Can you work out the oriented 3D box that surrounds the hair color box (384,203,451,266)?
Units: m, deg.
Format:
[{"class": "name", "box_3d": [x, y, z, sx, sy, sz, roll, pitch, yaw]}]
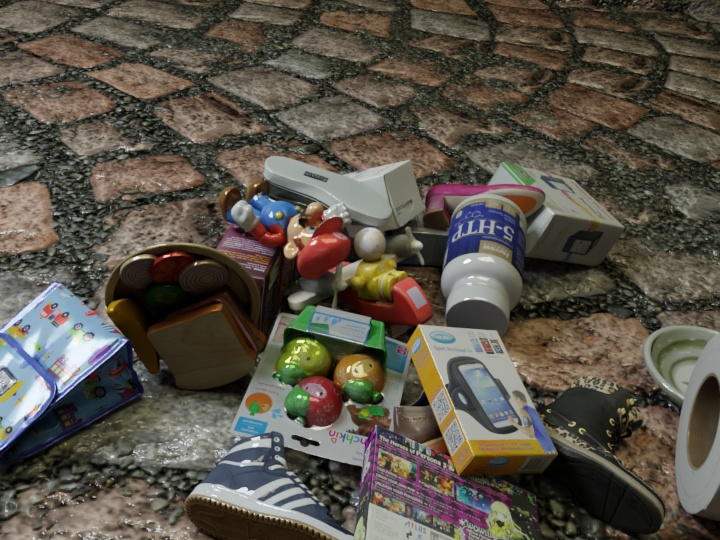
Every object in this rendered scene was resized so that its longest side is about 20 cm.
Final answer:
[{"class": "hair color box", "box_3d": [0.142, -0.057, 1.348, 0.195, 0.062, 0.100, 4, 32, -8]}]

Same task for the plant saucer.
[{"class": "plant saucer", "box_3d": [0.472, 0.151, 1.104, 0.195, 0.051, 0.202, 6, 33, -4]}]

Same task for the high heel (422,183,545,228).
[{"class": "high heel", "box_3d": [0.194, -0.117, 1.294, 0.196, 0.068, 0.097, -13, 34, 26]}]

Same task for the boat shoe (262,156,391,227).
[{"class": "boat shoe", "box_3d": [-0.049, -0.098, 1.166, 0.197, 0.065, 0.071, 24, 37, 13]}]

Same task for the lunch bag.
[{"class": "lunch bag", "box_3d": [-0.374, 0.129, 0.931, 0.149, 0.095, 0.199, 30, 50, 29]}]

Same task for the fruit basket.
[{"class": "fruit basket", "box_3d": [-0.039, 0.132, 0.979, 0.181, 0.095, 0.201, 13, 35, 7]}]

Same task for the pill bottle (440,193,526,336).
[{"class": "pill bottle", "box_3d": [0.178, -0.002, 1.194, 0.117, 0.121, 0.203, 10, 47, 4]}]

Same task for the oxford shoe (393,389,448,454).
[{"class": "oxford shoe", "box_3d": [0.121, 0.156, 0.972, 0.197, 0.075, 0.071, -19, 2, -37]}]

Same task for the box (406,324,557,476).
[{"class": "box", "box_3d": [0.130, 0.134, 0.933, 0.117, 0.042, 0.202, 6, 45, -29]}]

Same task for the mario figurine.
[{"class": "mario figurine", "box_3d": [-0.089, -0.073, 1.064, 0.198, 0.107, 0.124, 28, 68, 32]}]

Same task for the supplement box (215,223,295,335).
[{"class": "supplement box", "box_3d": [-0.148, 0.000, 1.143, 0.084, 0.112, 0.201, 11, 32, 5]}]

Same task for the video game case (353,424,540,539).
[{"class": "video game case", "box_3d": [0.089, 0.259, 0.805, 0.197, 0.036, 0.183, 25, 31, -9]}]

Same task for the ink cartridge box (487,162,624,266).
[{"class": "ink cartridge box", "box_3d": [0.314, -0.090, 1.352, 0.197, 0.088, 0.146, 8, 35, -40]}]

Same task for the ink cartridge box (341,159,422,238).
[{"class": "ink cartridge box", "box_3d": [-0.018, -0.102, 1.266, 0.196, 0.085, 0.145, -11, 12, 23]}]

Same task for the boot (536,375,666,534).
[{"class": "boot", "box_3d": [0.286, 0.204, 0.959, 0.198, 0.075, 0.149, 26, 38, 38]}]

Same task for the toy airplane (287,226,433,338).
[{"class": "toy airplane", "box_3d": [0.000, 0.000, 1.147, 0.194, 0.144, 0.202, 5, 32, -4]}]

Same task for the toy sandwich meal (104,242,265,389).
[{"class": "toy sandwich meal", "box_3d": [-0.206, 0.057, 0.965, 0.200, 0.208, 0.071, 2, 43, -9]}]

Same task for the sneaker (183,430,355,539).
[{"class": "sneaker", "box_3d": [-0.068, 0.233, 0.833, 0.196, 0.071, 0.109, 15, 34, 16]}]

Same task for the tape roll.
[{"class": "tape roll", "box_3d": [0.444, 0.182, 0.905, 0.136, 0.207, 0.204, 13, 32, 8]}]
